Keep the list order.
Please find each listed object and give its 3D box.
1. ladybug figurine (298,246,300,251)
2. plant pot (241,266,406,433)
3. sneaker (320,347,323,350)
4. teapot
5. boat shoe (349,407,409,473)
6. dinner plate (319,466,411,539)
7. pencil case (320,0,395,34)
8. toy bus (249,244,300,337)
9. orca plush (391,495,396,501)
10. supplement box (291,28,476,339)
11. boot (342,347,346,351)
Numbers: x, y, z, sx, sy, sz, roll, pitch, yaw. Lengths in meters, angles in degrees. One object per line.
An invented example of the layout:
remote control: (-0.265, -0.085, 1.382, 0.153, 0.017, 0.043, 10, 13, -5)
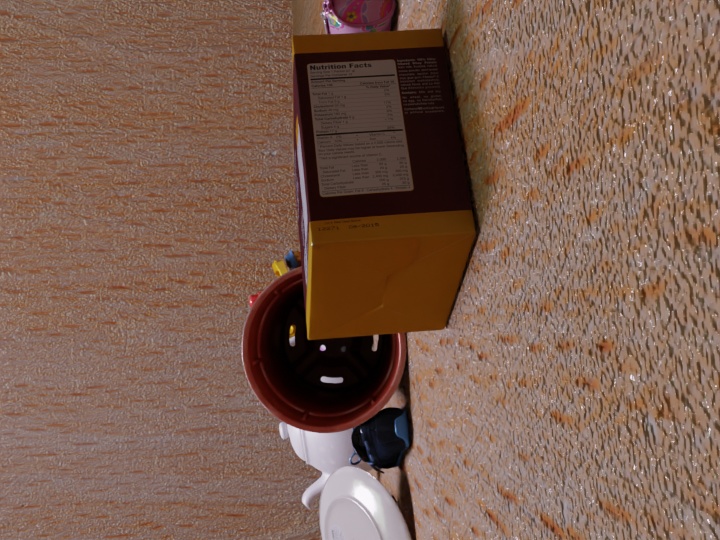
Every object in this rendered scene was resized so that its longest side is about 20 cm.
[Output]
ladybug figurine: (-0.099, 0.019, 2.341, 0.136, 0.071, 0.203, 104, 161, -69)
plant pot: (-0.040, 0.092, 1.333, 0.195, 0.197, 0.204, -16, -78, -87)
sneaker: (-0.037, 0.201, 1.796, 0.114, 0.072, 0.203, -128, 43, -55)
teapot: (-0.057, 0.233, 1.635, 0.201, 0.144, 0.199, -105, 7, -51)
boat shoe: (0.018, 0.207, 1.327, 0.201, 0.068, 0.085, 99, 166, -65)
dinner plate: (0.000, 0.354, 1.336, 0.199, 0.024, 0.203, 17, 112, 51)
pencil case: (-0.007, -0.261, 1.223, 0.201, 0.086, 0.089, 96, 168, -64)
toy bus: (-0.105, 0.030, 1.854, 0.136, 0.189, 0.203, 114, 153, -81)
orca plush: (0.033, 0.345, 1.430, 0.105, 0.071, 0.200, 42, -177, -6)
supplement box: (0.010, -0.072, 0.925, 0.198, 0.131, 0.203, 98, 167, -64)
boot: (-0.016, 0.075, 1.685, 0.131, 0.067, 0.202, 82, -175, -52)
